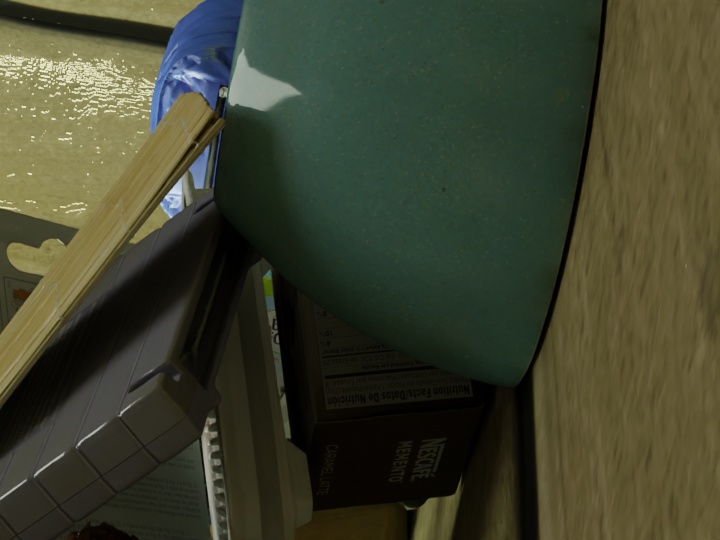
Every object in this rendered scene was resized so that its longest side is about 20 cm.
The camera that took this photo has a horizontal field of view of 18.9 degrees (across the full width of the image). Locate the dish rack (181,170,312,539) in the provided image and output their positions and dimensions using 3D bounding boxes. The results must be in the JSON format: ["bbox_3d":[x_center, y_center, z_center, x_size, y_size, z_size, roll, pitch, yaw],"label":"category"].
[{"bbox_3d":[-0.053,0.070,1.007,0.172,0.043,0.201,97,167,-58],"label":"dish rack"}]

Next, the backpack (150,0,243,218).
[{"bbox_3d":[-0.038,-0.093,1.395,0.168,0.199,0.163,-86,6,-64],"label":"backpack"}]

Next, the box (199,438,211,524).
[{"bbox_3d":[-0.137,0.164,1.245,0.200,0.194,0.047,-47,-27,24],"label":"box"}]

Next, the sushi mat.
[{"bbox_3d":[-0.121,0.011,0.859,0.200,0.012,0.096,-52,13,1],"label":"sushi mat"}]

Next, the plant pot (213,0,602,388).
[{"bbox_3d":[0.013,-0.062,0.879,0.200,0.134,0.201,-170,90,-87],"label":"plant pot"}]

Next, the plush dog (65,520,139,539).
[{"bbox_3d":[-0.146,0.184,0.841,0.172,0.160,0.201,-28,-34,-60],"label":"plush dog"}]

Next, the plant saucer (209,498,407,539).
[{"bbox_3d":[-0.060,0.224,1.046,0.048,0.199,0.201,48,-143,-54],"label":"plant saucer"}]

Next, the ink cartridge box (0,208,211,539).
[{"bbox_3d":[-0.145,0.076,0.985,0.050,0.162,0.201,-28,62,35],"label":"ink cartridge box"}]

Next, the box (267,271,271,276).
[{"bbox_3d":[0.003,-0.080,1.183,0.049,0.082,0.201,-7,53,47],"label":"box"}]

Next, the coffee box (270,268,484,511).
[{"bbox_3d":[0.000,0.000,1.032,0.115,0.079,0.201,100,164,-64],"label":"coffee box"}]

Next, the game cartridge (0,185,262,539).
[{"bbox_3d":[-0.103,0.044,0.864,0.129,0.038,0.200,-39,16,20],"label":"game cartridge"}]

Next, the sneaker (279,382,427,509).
[{"bbox_3d":[-0.018,0.051,1.200,0.076,0.115,0.201,54,-149,-42],"label":"sneaker"}]

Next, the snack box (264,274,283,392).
[{"bbox_3d":[-0.050,0.103,1.302,0.068,0.168,0.201,-42,-40,-89],"label":"snack box"}]
